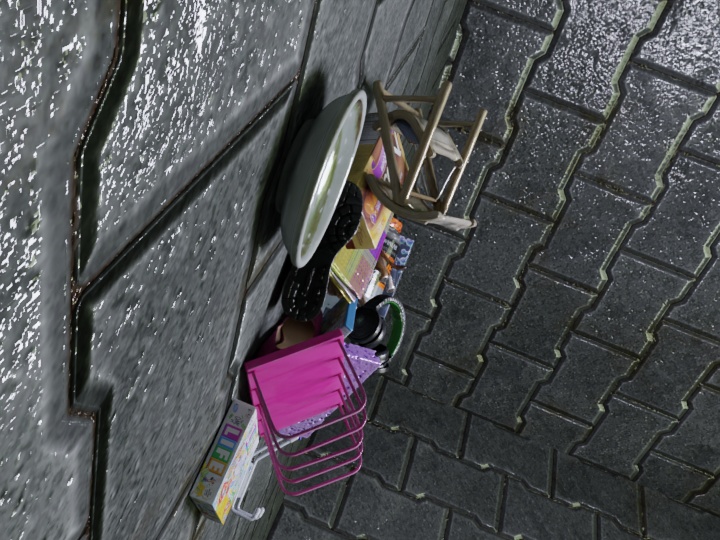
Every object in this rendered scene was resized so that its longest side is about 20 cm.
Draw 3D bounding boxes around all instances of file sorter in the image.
[{"bbox_3d":[-0.068,0.206,1.008,0.201,0.137,0.126,92,-25,-53],"label":"file sorter"}]

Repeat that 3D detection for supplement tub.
[{"bbox_3d":[0.017,-0.029,1.660,0.123,0.121,0.203,87,24,-82],"label":"supplement tub"}]

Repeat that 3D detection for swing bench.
[{"bbox_3d":[0.102,-0.169,1.123,0.198,0.128,0.203,2,93,-66],"label":"swing bench"}]

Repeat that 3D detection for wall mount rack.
[{"bbox_3d":[-0.180,0.368,1.340,0.200,0.074,0.176,102,9,-72],"label":"wall mount rack"}]

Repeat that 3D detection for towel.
[{"bbox_3d":[-0.014,-0.065,1.174,0.144,0.023,0.202,51,46,-34],"label":"towel"}]

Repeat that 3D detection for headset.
[{"bbox_3d":[0.001,0.120,1.228,0.200,0.093,0.125,-40,131,-41],"label":"headset"}]

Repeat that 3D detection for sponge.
[{"bbox_3d":[-0.070,0.186,1.128,0.200,0.111,0.030,-48,-135,25],"label":"sponge"}]

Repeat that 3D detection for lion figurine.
[{"bbox_3d":[0.000,0.000,1.286,0.200,0.072,0.124,-40,-122,37],"label":"lion figurine"}]

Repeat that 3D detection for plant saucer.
[{"bbox_3d":[-0.050,-0.105,0.787,0.200,0.050,0.203,22,89,-86],"label":"plant saucer"}]

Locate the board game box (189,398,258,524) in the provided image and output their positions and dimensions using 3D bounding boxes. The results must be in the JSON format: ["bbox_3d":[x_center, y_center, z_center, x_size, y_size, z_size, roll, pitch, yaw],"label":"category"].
[{"bbox_3d":[-0.187,0.274,1.023,0.201,0.034,0.136,103,8,-64],"label":"board game box"}]

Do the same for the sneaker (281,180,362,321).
[{"bbox_3d":[-0.062,-0.033,1.010,0.202,0.075,0.088,-65,-169,0],"label":"sneaker"}]

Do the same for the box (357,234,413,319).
[{"bbox_3d":[0.028,-0.002,1.778,0.107,0.147,0.203,81,30,-84],"label":"box"}]

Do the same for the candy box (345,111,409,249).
[{"bbox_3d":[0.014,-0.143,1.139,0.201,0.056,0.118,-65,145,-40],"label":"candy box"}]

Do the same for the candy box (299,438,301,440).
[{"bbox_3d":[-0.112,0.227,1.548,0.200,0.076,0.171,-60,170,-61],"label":"candy box"}]

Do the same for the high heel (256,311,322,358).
[{"bbox_3d":[-0.093,0.093,1.084,0.097,0.067,0.201,-58,-179,40],"label":"high heel"}]

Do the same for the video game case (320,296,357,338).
[{"bbox_3d":[-0.079,0.126,1.188,0.200,0.018,0.143,-46,-167,18],"label":"video game case"}]

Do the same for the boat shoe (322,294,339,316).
[{"bbox_3d":[-0.050,0.040,1.463,0.201,0.070,0.092,-55,-167,51],"label":"boat shoe"}]
